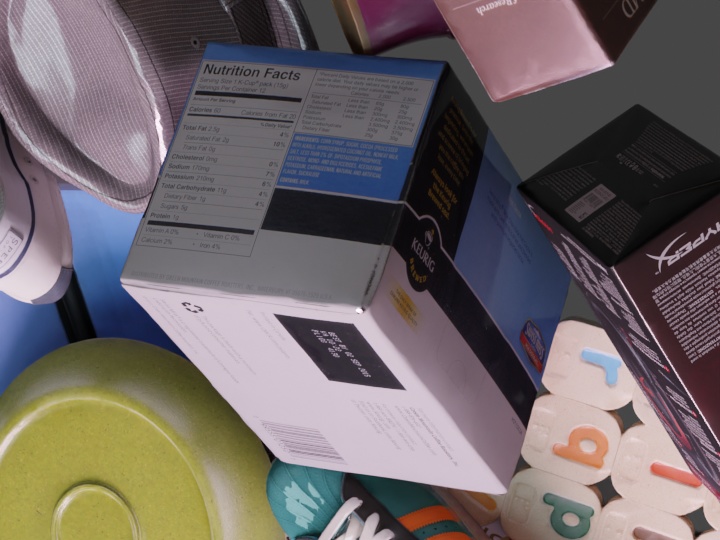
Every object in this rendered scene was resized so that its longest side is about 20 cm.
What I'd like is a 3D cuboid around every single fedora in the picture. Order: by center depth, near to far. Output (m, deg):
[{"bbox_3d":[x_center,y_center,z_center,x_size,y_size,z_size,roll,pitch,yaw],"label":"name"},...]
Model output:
[{"bbox_3d":[-0.116,-0.099,1.391,0.176,0.090,0.201,-14,109,32],"label":"fedora"}]

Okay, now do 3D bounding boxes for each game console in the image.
[{"bbox_3d":[-0.157,0.034,1.535,0.116,0.175,0.201,30,144,49],"label":"game console"}]

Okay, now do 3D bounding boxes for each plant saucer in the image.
[{"bbox_3d":[-0.133,0.137,1.501,0.199,0.031,0.201,4,99,27],"label":"plant saucer"}]

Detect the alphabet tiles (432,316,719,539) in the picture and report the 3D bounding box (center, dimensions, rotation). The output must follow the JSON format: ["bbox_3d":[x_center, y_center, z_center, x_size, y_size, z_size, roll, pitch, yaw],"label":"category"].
[{"bbox_3d":[0.119,0.129,1.438,0.195,0.015,0.201,17,104,11],"label":"alphabet tiles"}]

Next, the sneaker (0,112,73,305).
[{"bbox_3d":[-0.197,-0.054,1.453,0.073,0.201,0.071,-33,135,13],"label":"sneaker"}]

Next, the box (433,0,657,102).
[{"bbox_3d":[0.054,-0.185,1.226,0.075,0.100,0.201,-13,118,38],"label":"box"}]

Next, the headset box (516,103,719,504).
[{"bbox_3d":[0.168,0.038,1.305,0.201,0.075,0.149,57,177,-20],"label":"headset box"}]

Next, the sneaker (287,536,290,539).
[{"bbox_3d":[-0.062,0.160,1.602,0.199,0.079,0.076,18,134,18],"label":"sneaker"}]

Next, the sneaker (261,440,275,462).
[{"bbox_3d":[-0.065,0.099,1.517,0.070,0.082,0.200,24,126,-40],"label":"sneaker"}]

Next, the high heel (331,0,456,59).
[{"bbox_3d":[0.014,-0.200,1.289,0.067,0.095,0.201,-171,61,-76],"label":"high heel"}]

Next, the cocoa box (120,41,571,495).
[{"bbox_3d":[0.000,0.000,1.344,0.133,0.132,0.200,7,155,27],"label":"cocoa box"}]

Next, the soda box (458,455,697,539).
[{"bbox_3d":[0.121,0.156,1.496,0.199,0.064,0.068,34,136,4],"label":"soda box"}]

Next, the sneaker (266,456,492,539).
[{"bbox_3d":[0.032,0.157,1.415,0.200,0.080,0.072,37,107,6],"label":"sneaker"}]
